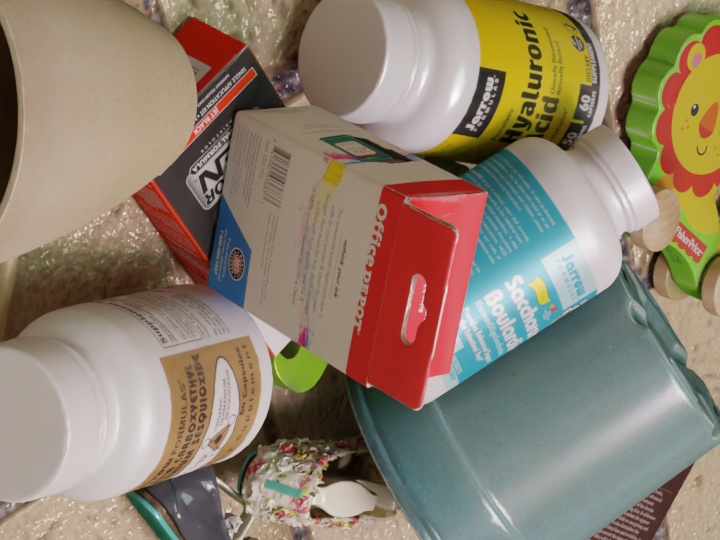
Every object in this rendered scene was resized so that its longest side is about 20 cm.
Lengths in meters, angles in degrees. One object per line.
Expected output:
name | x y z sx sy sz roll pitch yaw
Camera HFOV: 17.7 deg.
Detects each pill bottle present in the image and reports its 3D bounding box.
pill bottle | 0.087 -0.010 1.457 0.200 0.111 0.111 -33 133 -4
pill bottle | 0.058 -0.126 1.486 0.199 0.111 0.112 5 109 -44
pill bottle | -0.148 0.074 1.363 0.200 0.114 0.115 -12 122 -60

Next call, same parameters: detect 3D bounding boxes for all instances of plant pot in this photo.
plant pot | -0.184 -0.092 1.249 0.200 0.187 0.188 -10 120 -55
plant pot | 0.126 0.099 1.557 0.196 0.201 0.200 -32 137 10

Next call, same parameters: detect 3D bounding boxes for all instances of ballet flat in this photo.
ballet flat | -0.092 0.194 1.556 0.073 0.073 0.200 -40 132 -20
ballet flat | -0.009 0.150 1.580 0.200 0.064 0.076 -1 106 -58

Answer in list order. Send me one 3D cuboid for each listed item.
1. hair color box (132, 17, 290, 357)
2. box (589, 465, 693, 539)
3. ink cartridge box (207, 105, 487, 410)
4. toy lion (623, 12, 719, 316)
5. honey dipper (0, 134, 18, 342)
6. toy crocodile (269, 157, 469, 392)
hair color box | -0.078 -0.049 1.438 0.102 0.061 0.200 -47 137 -14
box | 0.176 0.190 1.800 0.100 0.075 0.201 27 94 -47
ink cartridge box | 0.002 -0.010 1.342 0.067 0.200 0.117 -6 116 -41
toy lion | 0.256 -0.088 1.736 0.200 0.069 0.192 38 77 -47
honey dipper | -0.211 0.016 1.369 0.038 0.038 0.201 -2 111 -42
toy crocodile | 0.000 0.000 1.533 0.200 0.067 0.062 -49 136 -10
